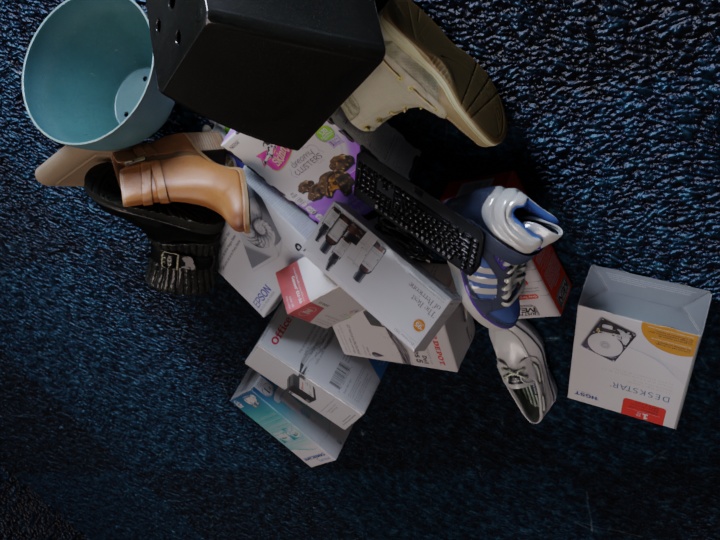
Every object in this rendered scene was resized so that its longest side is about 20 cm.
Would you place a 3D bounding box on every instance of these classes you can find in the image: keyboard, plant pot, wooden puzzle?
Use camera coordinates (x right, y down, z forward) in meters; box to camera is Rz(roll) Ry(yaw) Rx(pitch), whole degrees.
[{"bbox_3d":[0.059,-0.053,1.084,0.199,0.039,0.105,37,148,29],"label":"keyboard"},{"bbox_3d":[-0.114,-0.266,0.946,0.176,0.203,0.199,2,157,-33],"label":"plant pot"},{"bbox_3d":[-0.351,-0.155,1.337,0.198,0.038,0.184,3,167,-38],"label":"wooden puzzle"},{"bbox_3d":[-0.320,-0.243,1.198,0.198,0.203,0.135,13,175,21],"label":"plant pot"}]

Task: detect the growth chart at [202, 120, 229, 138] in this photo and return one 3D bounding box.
[{"bbox_3d":[-0.154,-0.223,1.227,0.143,0.018,0.201,23,143,8],"label":"growth chart"}]

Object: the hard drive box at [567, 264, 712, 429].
[{"bbox_3d":[0.363,0.103,1.207,0.154,0.077,0.201,14,141,21],"label":"hard drive box"}]

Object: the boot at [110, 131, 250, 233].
[{"bbox_3d":[-0.232,-0.104,1.186,0.201,0.153,0.074,-124,30,-42],"label":"boot"}]

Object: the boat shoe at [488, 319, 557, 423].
[{"bbox_3d":[0.240,0.145,1.346,0.073,0.067,0.201,-8,129,39],"label":"boat shoe"}]

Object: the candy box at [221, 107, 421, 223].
[{"bbox_3d":[-0.052,-0.157,1.174,0.199,0.072,0.167,38,141,-19],"label":"candy box"}]

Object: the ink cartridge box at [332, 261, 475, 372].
[{"bbox_3d":[0.056,0.061,1.357,0.198,0.084,0.146,6,137,28],"label":"ink cartridge box"}]

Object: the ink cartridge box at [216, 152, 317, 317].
[{"bbox_3d":[-0.163,-0.057,1.304,0.200,0.041,0.200,44,138,5],"label":"ink cartridge box"}]

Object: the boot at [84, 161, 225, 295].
[{"bbox_3d":[-0.294,-0.052,1.291,0.209,0.080,0.159,21,136,-4],"label":"boot"}]

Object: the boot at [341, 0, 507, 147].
[{"bbox_3d":[0.063,-0.199,1.065,0.200,0.072,0.154,45,140,-11],"label":"boot"}]

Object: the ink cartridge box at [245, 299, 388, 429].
[{"bbox_3d":[-0.063,0.135,1.470,0.199,0.146,0.084,34,144,-6],"label":"ink cartridge box"}]

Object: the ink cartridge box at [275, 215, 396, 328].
[{"bbox_3d":[0.000,0.000,1.242,0.198,0.068,0.116,-28,156,19],"label":"ink cartridge box"}]

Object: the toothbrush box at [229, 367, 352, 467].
[{"bbox_3d":[-0.104,0.222,1.599,0.200,0.147,0.085,41,142,-17],"label":"toothbrush box"}]

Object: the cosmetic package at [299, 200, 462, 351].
[{"bbox_3d":[0.023,0.006,1.139,0.199,0.051,0.083,40,104,19],"label":"cosmetic package"}]

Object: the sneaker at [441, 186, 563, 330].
[{"bbox_3d":[0.183,-0.010,1.089,0.145,0.081,0.201,-5,124,45],"label":"sneaker"}]

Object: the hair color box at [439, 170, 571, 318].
[{"bbox_3d":[0.188,-0.027,1.187,0.101,0.062,0.201,-6,129,38],"label":"hair color box"}]
